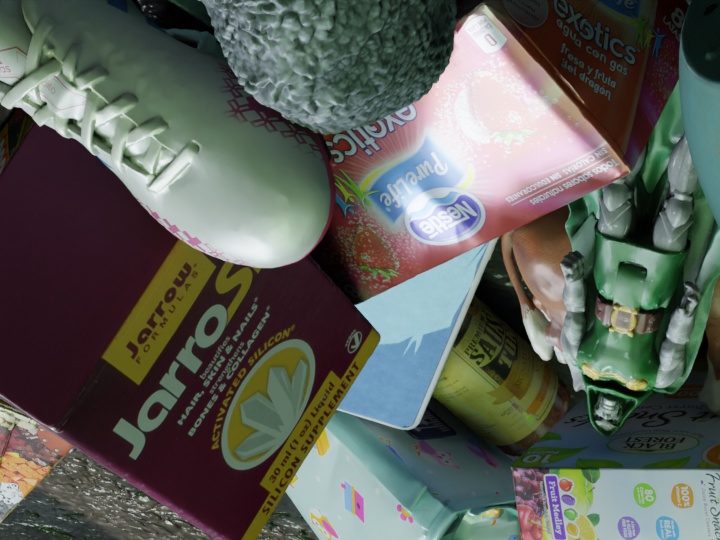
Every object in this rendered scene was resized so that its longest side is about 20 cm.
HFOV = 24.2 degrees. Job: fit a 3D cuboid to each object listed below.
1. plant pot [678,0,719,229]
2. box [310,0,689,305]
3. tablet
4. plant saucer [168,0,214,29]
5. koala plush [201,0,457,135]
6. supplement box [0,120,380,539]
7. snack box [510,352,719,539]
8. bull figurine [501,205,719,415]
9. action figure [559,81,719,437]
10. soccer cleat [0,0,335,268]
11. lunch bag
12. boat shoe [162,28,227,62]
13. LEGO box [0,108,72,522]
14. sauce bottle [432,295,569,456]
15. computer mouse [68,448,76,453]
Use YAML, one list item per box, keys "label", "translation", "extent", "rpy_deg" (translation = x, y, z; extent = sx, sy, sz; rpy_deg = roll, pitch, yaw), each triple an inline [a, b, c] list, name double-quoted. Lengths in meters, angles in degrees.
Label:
- label: "plant pot"
  translation: [0.215, -0.062, 0.635]
  extent: [0.199, 0.202, 0.161]
  rpy_deg: [-17, 128, 43]
- label: "box"
  translation: [0.043, -0.074, 0.752]
  extent: [0.095, 0.100, 0.199]
  rpy_deg: [45, 142, -15]
- label: "tablet"
  translation: [0.000, 0.000, 0.933]
  extent: [0.129, 0.014, 0.201]
  rpy_deg: [17, 127, -4]
- label: "plant saucer"
  translation: [-0.090, -0.139, 0.702]
  extent: [0.199, 0.036, 0.200]
  rpy_deg: [32, -175, -3]
- label: "koala plush"
  translation: [0.026, -0.165, 0.573]
  extent: [0.199, 0.185, 0.177]
  rpy_deg: [-31, 150, 20]
- label: "supplement box"
  translation: [-0.089, 0.026, 0.757]
  extent: [0.103, 0.132, 0.200]
  rpy_deg: [28, 170, 29]
- label: "snack box"
  translation: [0.186, 0.096, 0.936]
  extent: [0.141, 0.200, 0.054]
  rpy_deg: [-5, 103, 29]
- label: "bull figurine"
  translation: [0.171, 0.011, 0.888]
  extent: [0.198, 0.065, 0.123]
  rpy_deg: [8, 119, 25]
- label: "action figure"
  translation: [0.136, -0.002, 0.828]
  extent: [0.117, 0.055, 0.202]
  rpy_deg: [16, 125, 19]
- label: "soccer cleat"
  translation: [-0.094, -0.063, 0.625]
  extent: [0.086, 0.070, 0.200]
  rpy_deg: [0, -148, -50]
- label: "lunch bag"
  translation: [0.028, 0.143, 1.081]
  extent: [0.170, 0.122, 0.201]
  rpy_deg: [42, 168, 32]
- label: "boat shoe"
  translation: [-0.097, -0.090, 0.806]
  extent: [0.065, 0.074, 0.199]
  rpy_deg: [40, 163, -27]
- label: "LEGO box"
  translation: [-0.197, 0.026, 0.930]
  extent: [0.077, 0.202, 0.149]
  rpy_deg: [25, 138, -22]
- label: "sauce bottle"
  translation: [0.045, 0.036, 1.002]
  extent: [0.066, 0.067, 0.200]
  rpy_deg: [-16, 135, 42]
- label: "computer mouse"
  translation: [-0.141, 0.041, 1.002]
  extent: [0.053, 0.139, 0.200]
  rpy_deg: [38, 172, -1]
